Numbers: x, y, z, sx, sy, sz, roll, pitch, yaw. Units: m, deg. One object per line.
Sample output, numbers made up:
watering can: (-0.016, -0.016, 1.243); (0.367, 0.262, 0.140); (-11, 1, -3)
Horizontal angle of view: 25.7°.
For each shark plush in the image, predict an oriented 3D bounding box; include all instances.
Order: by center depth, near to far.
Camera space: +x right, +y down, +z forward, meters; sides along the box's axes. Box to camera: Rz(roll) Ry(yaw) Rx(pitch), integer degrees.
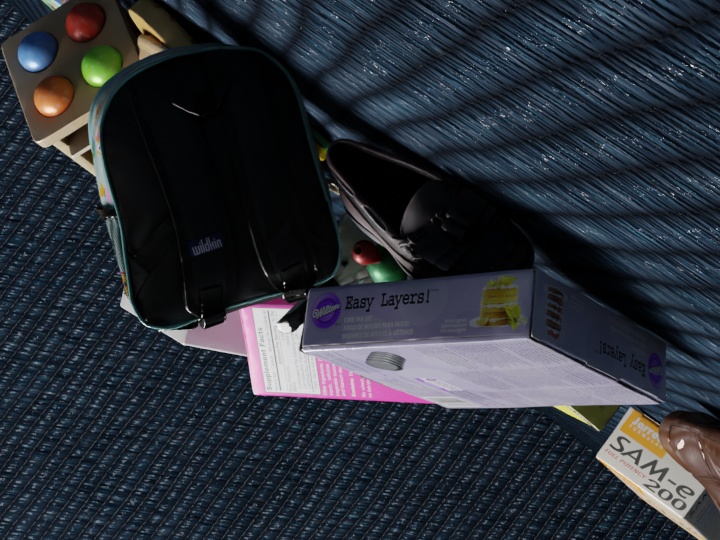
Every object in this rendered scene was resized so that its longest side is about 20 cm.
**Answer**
shark plush: (0.000, 0.000, 1.311); (0.091, 0.200, 0.083); (29, 133, -2)

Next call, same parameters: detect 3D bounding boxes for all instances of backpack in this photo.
backpack: (-0.117, -0.075, 1.206); (0.153, 0.175, 0.200); (-127, 22, -69)

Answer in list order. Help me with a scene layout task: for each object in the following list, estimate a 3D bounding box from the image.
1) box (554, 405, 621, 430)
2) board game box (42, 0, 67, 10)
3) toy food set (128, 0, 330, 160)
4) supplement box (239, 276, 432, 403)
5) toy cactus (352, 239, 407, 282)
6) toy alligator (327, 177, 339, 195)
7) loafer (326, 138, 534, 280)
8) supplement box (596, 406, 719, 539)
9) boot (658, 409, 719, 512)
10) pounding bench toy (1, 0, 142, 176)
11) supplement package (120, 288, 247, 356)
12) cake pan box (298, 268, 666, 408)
box: (0.179, 0.079, 1.317); (0.050, 0.075, 0.200); (39, 179, -6)
board game box: (-0.285, -0.272, 1.750); (0.200, 0.037, 0.151); (35, 177, 19)
toy food set: (-0.117, -0.155, 1.408); (0.200, 0.049, 0.198); (36, 178, 22)
supplement box: (0.005, 0.047, 1.393); (0.199, 0.104, 0.101); (3, -150, 15)
toy cactus: (0.055, 0.032, 1.238); (0.200, 0.165, 0.102); (36, -146, -28)
toy alligator: (-0.073, -0.103, 1.687); (0.059, 0.054, 0.200); (36, 177, 28)
loafer: (0.039, -0.040, 1.105); (0.200, 0.072, 0.063); (32, 167, 50)
supplement box: (0.359, 0.241, 1.778); (0.126, 0.074, 0.200); (35, 176, 34)
boot: (0.334, 0.180, 1.228); (0.186, 0.064, 0.200); (35, 173, -9)
pounding bench toy: (-0.231, -0.145, 1.492); (0.156, 0.124, 0.200); (41, -158, -60)
supplement package: (-0.147, 0.012, 1.561); (0.114, 0.110, 0.200); (12, -176, -26)
cake pan box: (0.090, 0.054, 1.086); (0.184, 0.052, 0.200); (-4, 161, 38)
